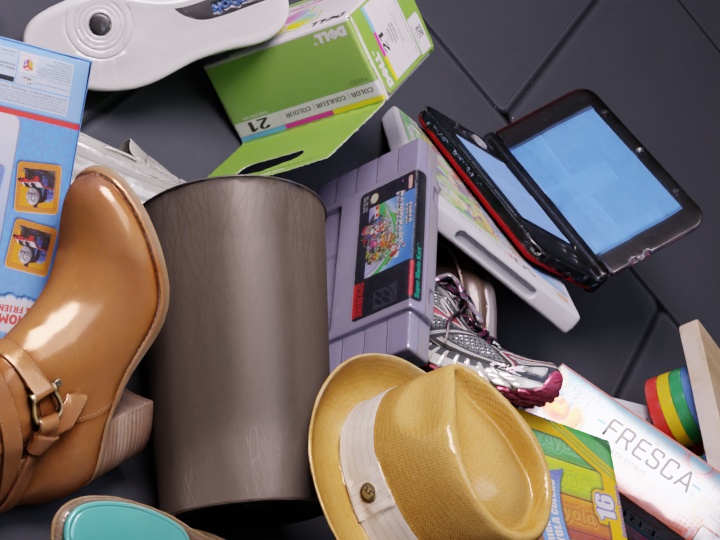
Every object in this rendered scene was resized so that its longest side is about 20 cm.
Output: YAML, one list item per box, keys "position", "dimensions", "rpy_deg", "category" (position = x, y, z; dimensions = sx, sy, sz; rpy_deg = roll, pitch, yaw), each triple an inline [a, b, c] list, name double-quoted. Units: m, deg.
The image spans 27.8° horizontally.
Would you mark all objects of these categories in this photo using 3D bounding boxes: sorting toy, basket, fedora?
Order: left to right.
- position: [-0.082, 0.064, 0.961]
  dimensions: [0.135, 0.180, 0.201]
  rpy_deg: [-2, 72, -12]
  category: "basket"
- position: [0.059, 0.127, 0.906]
  dimensions: [0.200, 0.082, 0.201]
  rpy_deg: [30, 39, -28]
  category: "fedora"
- position: [0.326, 0.182, 1.309]
  dimensions: [0.200, 0.069, 0.199]
  rpy_deg: [45, 32, -41]
  category: "sorting toy"

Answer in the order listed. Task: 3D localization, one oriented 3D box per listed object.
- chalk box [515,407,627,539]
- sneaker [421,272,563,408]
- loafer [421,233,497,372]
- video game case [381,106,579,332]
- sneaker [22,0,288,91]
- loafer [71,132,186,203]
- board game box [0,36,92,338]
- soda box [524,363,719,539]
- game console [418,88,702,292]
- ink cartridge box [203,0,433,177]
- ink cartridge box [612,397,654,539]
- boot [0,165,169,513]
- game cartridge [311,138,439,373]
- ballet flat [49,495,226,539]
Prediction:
- position: [0.082, 0.176, 1.060]
  dimensions: [0.199, 0.124, 0.125]
  rpy_deg: [21, 50, -35]
  category: "chalk box"
- position: [0.066, 0.042, 1.084]
  dimensions: [0.075, 0.200, 0.081]
  rpy_deg: [-61, 146, -3]
  category: "sneaker"
- position: [0.068, 0.055, 1.169]
  dimensions: [0.071, 0.073, 0.201]
  rpy_deg: [11, 56, -40]
  category: "loafer"
- position: [0.100, -0.048, 1.249]
  dimensions: [0.182, 0.022, 0.200]
  rpy_deg: [38, 17, -21]
  category: "video game case"
- position: [-0.160, -0.180, 1.111]
  dimensions: [0.199, 0.112, 0.073]
  rpy_deg: [-13, 100, -16]
  category: "sneaker"
- position: [-0.160, -0.059, 1.021]
  dimensions: [0.199, 0.070, 0.070]
  rpy_deg: [19, 60, -35]
  category: "loafer"
- position: [-0.249, -0.045, 0.873]
  dimensions: [0.151, 0.037, 0.201]
  rpy_deg: [11, 87, -41]
  category: "board game box"
- position: [0.222, 0.163, 1.158]
  dimensions: [0.200, 0.068, 0.064]
  rpy_deg: [36, 73, 19]
  category: "soda box"
- position: [0.177, -0.092, 1.292]
  dimensions: [0.172, 0.119, 0.200]
  rpy_deg: [23, 25, -51]
  category: "game console"
- position: [-0.052, -0.144, 1.116]
  dimensions: [0.076, 0.147, 0.200]
  rpy_deg: [64, 36, -20]
  category: "ink cartridge box"
- position: [0.238, 0.207, 1.262]
  dimensions: [0.199, 0.043, 0.197]
  rpy_deg: [14, 54, -37]
  category: "ink cartridge box"
- position: [-0.195, 0.046, 0.858]
  dimensions: [0.155, 0.076, 0.201]
  rpy_deg: [-18, 122, -50]
  category: "boot"
- position: [0.000, 0.000, 1.094]
  dimensions: [0.038, 0.129, 0.201]
  rpy_deg: [35, 43, -33]
  category: "game cartridge"
- position: [-0.115, 0.186, 0.895]
  dimensions: [0.199, 0.072, 0.068]
  rpy_deg: [20, 67, -35]
  category: "ballet flat"
